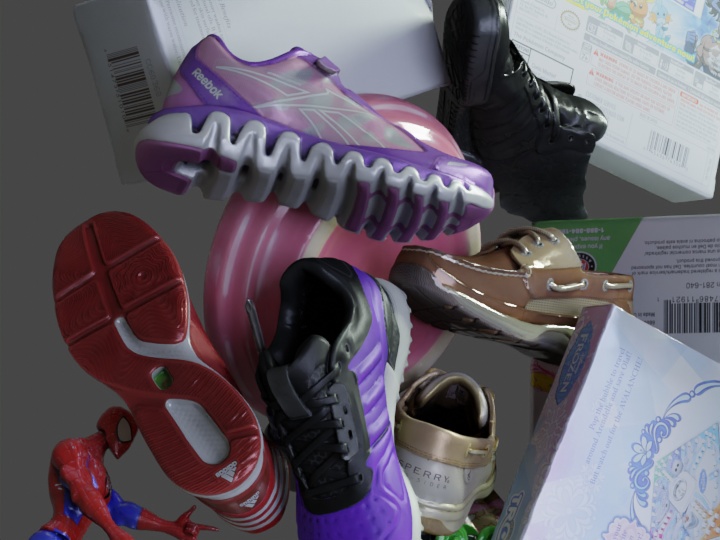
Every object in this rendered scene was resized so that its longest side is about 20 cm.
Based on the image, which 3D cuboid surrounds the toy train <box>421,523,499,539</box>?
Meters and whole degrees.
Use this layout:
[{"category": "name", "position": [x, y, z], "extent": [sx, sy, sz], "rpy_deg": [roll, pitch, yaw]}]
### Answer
[{"category": "toy train", "position": [0.050, 0.171, 1.571], "extent": [0.199, 0.042, 0.057], "rpy_deg": [10, 83, -32]}]

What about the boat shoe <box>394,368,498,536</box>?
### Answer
[{"category": "boat shoe", "position": [0.051, 0.093, 1.595], "extent": [0.073, 0.200, 0.070], "rpy_deg": [19, 104, 1]}]

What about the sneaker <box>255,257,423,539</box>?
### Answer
[{"category": "sneaker", "position": [-0.020, 0.084, 1.475], "extent": [0.099, 0.069, 0.201], "rpy_deg": [36, 45, -54]}]

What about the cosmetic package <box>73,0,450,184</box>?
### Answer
[{"category": "cosmetic package", "position": [-0.054, -0.131, 1.599], "extent": [0.199, 0.081, 0.114], "rpy_deg": [-19, 97, -38]}]

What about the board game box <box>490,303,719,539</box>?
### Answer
[{"category": "board game box", "position": [0.179, 0.152, 1.588], "extent": [0.198, 0.043, 0.201], "rpy_deg": [29, 76, -21]}]

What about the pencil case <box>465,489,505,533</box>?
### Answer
[{"category": "pencil case", "position": [0.010, 0.197, 1.611], "extent": [0.199, 0.083, 0.087], "rpy_deg": [-24, 94, -37]}]

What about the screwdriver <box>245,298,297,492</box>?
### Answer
[{"category": "screwdriver", "position": [-0.051, 0.067, 1.545], "extent": [0.028, 0.029, 0.200], "rpy_deg": [-40, 146, -17]}]

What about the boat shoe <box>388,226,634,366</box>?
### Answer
[{"category": "boat shoe", "position": [0.091, 0.008, 1.606], "extent": [0.199, 0.075, 0.072], "rpy_deg": [20, 83, -48]}]

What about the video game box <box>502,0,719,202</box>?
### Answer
[{"category": "video game box", "position": [0.162, -0.162, 1.786], "extent": [0.199, 0.047, 0.183], "rpy_deg": [23, 75, -33]}]

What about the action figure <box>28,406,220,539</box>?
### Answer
[{"category": "action figure", "position": [-0.148, 0.169, 1.488], "extent": [0.098, 0.065, 0.201], "rpy_deg": [18, 67, 12]}]

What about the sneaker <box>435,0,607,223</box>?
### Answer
[{"category": "sneaker", "position": [0.101, -0.098, 1.672], "extent": [0.103, 0.200, 0.060], "rpy_deg": [-6, 51, -10]}]

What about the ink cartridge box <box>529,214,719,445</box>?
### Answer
[{"category": "ink cartridge box", "position": [0.184, 0.070, 1.707], "extent": [0.084, 0.144, 0.202], "rpy_deg": [14, 75, -66]}]

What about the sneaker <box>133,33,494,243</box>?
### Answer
[{"category": "sneaker", "position": [-0.020, -0.076, 1.499], "extent": [0.199, 0.081, 0.089], "rpy_deg": [14, 65, -9]}]

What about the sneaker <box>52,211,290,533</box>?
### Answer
[{"category": "sneaker", "position": [-0.103, 0.067, 1.532], "extent": [0.078, 0.201, 0.116], "rpy_deg": [-27, 147, -1]}]

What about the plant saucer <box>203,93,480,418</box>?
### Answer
[{"category": "plant saucer", "position": [0.000, 0.000, 1.596], "extent": [0.200, 0.051, 0.202], "rpy_deg": [-21, 123, -37]}]
